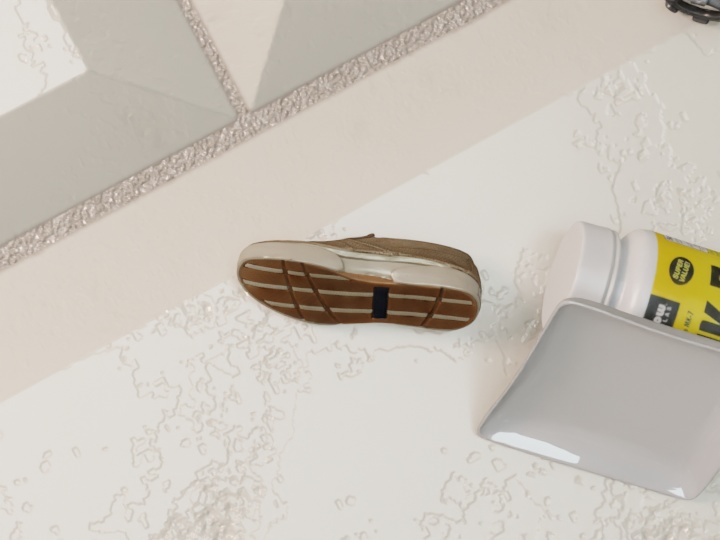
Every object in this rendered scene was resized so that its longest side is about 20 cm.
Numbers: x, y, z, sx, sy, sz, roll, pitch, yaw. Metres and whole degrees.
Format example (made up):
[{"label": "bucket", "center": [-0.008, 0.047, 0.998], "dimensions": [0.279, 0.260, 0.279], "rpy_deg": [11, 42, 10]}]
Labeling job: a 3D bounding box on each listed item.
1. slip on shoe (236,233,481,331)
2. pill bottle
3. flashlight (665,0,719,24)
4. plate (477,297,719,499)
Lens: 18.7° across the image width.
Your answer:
[{"label": "slip on shoe", "center": [0.000, 0.000, 1.769], "dimensions": [0.199, 0.076, 0.061], "rpy_deg": [5, 47, -2]}, {"label": "pill bottle", "center": [0.256, 0.034, 1.782], "dimensions": [0.199, 0.114, 0.115], "rpy_deg": [16, 85, -8]}, {"label": "flashlight", "center": [0.310, -0.308, 1.830], "dimensions": [0.068, 0.068, 0.201], "rpy_deg": [18, 86, -13]}, {"label": "plate", "center": [0.217, 0.098, 1.752], "dimensions": [0.199, 0.200, 0.032], "rpy_deg": [17, 49, -8]}]
